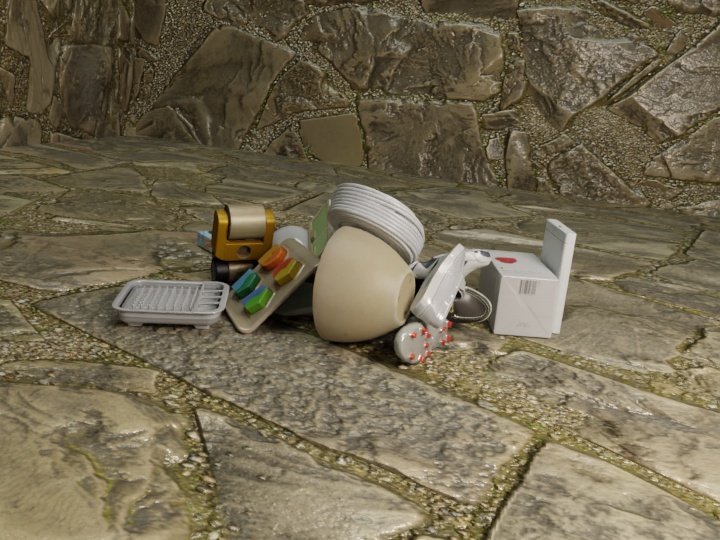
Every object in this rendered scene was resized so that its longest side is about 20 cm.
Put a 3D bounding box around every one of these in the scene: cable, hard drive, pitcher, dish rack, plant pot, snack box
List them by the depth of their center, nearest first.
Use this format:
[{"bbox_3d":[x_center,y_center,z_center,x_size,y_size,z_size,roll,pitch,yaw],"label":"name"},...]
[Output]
[{"bbox_3d":[0.019,0.034,1.150,0.131,0.206,0.200,10,17,23],"label":"plant pot"},{"bbox_3d":[-0.345,0.063,1.224,0.194,0.045,0.172,3,18,-8],"label":"dish rack"},{"bbox_3d":[0.027,-0.081,1.240,0.197,0.070,0.200,29,-16,-2],"label":"cable"},{"bbox_3d":[0.396,0.009,1.362,0.026,0.206,0.132,4,16,-3],"label":"hard drive"},{"bbox_3d":[-0.110,-0.015,1.444,0.168,0.124,0.200,3,26,-29],"label":"pitcher"},{"bbox_3d":[-0.314,-0.062,1.657,0.114,0.038,0.198,-8,22,-40],"label":"snack box"}]

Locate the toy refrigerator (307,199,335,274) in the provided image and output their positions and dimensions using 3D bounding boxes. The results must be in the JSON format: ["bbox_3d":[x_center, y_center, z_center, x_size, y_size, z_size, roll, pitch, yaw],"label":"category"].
[{"bbox_3d":[-0.065,-0.064,1.365,0.069,0.076,0.202,36,22,-22],"label":"toy refrigerator"}]

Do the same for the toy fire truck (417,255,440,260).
[{"bbox_3d":[0.097,-0.003,1.425,0.194,0.050,0.142,-9,25,3],"label":"toy fire truck"}]

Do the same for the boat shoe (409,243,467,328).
[{"bbox_3d":[0.155,0.027,1.177,0.068,0.072,0.201,41,38,-3],"label":"boat shoe"}]

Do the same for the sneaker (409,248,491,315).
[{"bbox_3d":[0.170,0.035,1.308,0.194,0.133,0.079,-12,3,5],"label":"sneaker"}]

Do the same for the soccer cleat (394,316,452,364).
[{"bbox_3d":[0.096,0.117,1.161,0.076,0.071,0.199,9,9,28],"label":"soccer cleat"}]

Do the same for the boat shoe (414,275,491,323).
[{"bbox_3d":[0.148,0.055,1.240,0.196,0.074,0.061,14,1,11],"label":"boat shoe"}]

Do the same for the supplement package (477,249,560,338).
[{"bbox_3d":[0.320,0.042,1.370,0.118,0.123,0.200,4,16,-2],"label":"supplement package"}]

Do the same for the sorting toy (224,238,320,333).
[{"bbox_3d":[-0.177,0.018,1.264,0.199,0.037,0.185,-40,29,-9],"label":"sorting toy"}]

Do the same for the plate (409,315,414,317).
[{"bbox_3d":[0.042,0.058,1.400,0.194,0.026,0.201,5,16,-1],"label":"plate"}]

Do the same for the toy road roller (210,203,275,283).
[{"bbox_3d":[-0.269,-0.075,1.436,0.120,0.203,0.147,-3,40,-25],"label":"toy road roller"}]

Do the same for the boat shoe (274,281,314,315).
[{"bbox_3d":[-0.104,0.061,1.290,0.195,0.075,0.067,5,-18,24],"label":"boat shoe"}]
